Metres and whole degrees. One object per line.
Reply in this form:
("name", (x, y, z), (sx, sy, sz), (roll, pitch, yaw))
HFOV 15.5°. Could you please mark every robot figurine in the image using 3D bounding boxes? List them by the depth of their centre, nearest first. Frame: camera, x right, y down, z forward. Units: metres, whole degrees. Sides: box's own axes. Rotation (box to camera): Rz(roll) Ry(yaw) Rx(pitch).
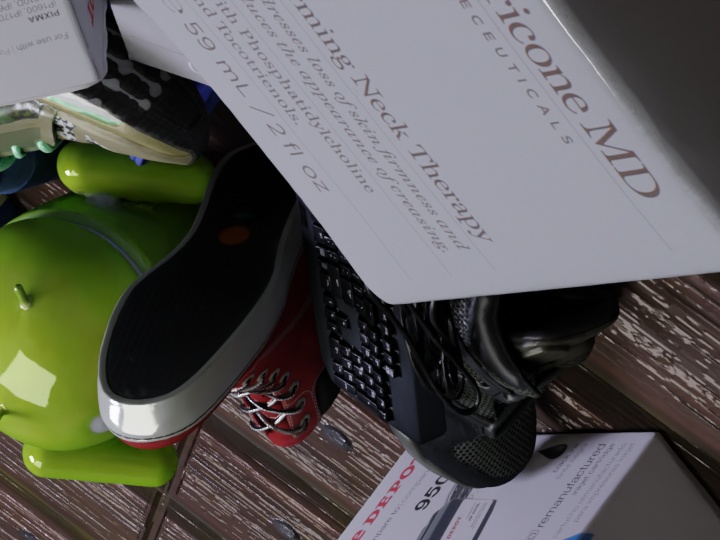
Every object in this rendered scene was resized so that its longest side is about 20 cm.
("robot figurine", (-0.126, 0.018, 1.296), (0.115, 0.200, 0.176), (18, 111, 19))

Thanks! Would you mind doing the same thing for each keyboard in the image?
("keyboard", (0.000, 0.000, 1.158), (0.104, 0.040, 0.201), (29, 143, 35))

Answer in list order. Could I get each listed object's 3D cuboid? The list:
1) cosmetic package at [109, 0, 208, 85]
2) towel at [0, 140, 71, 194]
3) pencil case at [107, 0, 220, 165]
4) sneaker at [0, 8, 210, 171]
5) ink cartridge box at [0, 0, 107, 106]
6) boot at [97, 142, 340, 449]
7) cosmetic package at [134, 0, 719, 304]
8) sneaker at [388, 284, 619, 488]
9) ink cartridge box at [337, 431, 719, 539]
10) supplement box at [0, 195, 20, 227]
("cosmetic package", (-0.056, -0.164, 1.047), (0.107, 0.090, 0.200), (18, 145, 29))
("towel", (-0.203, -0.072, 1.282), (0.111, 0.200, 0.049), (25, 112, 21))
("pencil case", (-0.144, -0.137, 1.208), (0.200, 0.078, 0.087), (41, 170, -8))
("sneaker", (-0.160, -0.074, 1.163), (0.199, 0.077, 0.089), (19, 124, 12))
("ink cartridge box", (-0.167, -0.182, 1.048), (0.085, 0.148, 0.201), (-12, 125, 4))
("boot", (-0.056, 0.051, 1.237), (0.072, 0.200, 0.145), (5, 126, 20))
("cosmetic package", (0.062, -0.107, 0.894), (0.167, 0.166, 0.200), (50, 151, -22))
("sneaker", (0.067, 0.046, 1.232), (0.114, 0.076, 0.200), (27, 147, 35))
("ink cartridge box", (0.070, 0.159, 1.330), (0.084, 0.145, 0.200), (51, 151, -21))
("supplement box", (-0.336, -0.035, 1.478), (0.134, 0.200, 0.200), (9, 143, 46))
